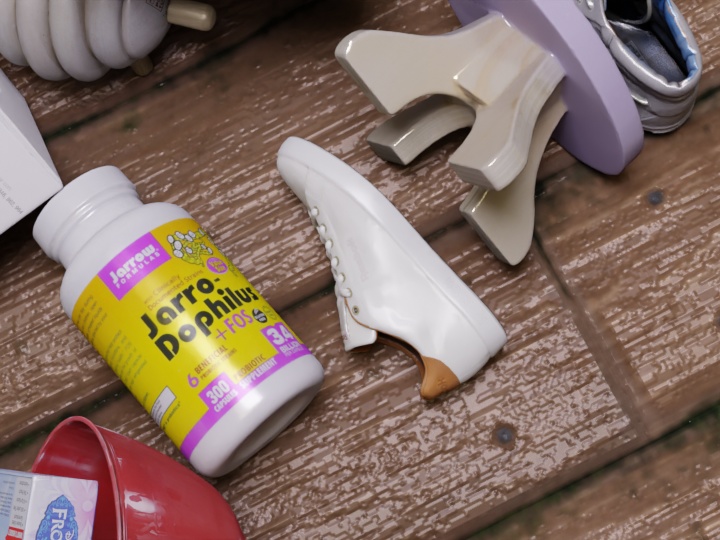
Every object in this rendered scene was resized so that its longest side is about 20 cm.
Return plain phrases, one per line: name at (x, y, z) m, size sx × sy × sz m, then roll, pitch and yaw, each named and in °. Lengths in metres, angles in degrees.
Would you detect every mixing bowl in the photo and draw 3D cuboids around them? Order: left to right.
mixing bowl at (-0.133, 0.192, 0.727) m, size 0.108 × 0.200 × 0.201 m, roll 10°, pitch 78°, yaw -30°

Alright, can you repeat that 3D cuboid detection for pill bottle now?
pill bottle at (-0.123, 0.028, 0.784) m, size 0.104 × 0.104 × 0.200 m, roll -42°, pitch 79°, yaw -4°

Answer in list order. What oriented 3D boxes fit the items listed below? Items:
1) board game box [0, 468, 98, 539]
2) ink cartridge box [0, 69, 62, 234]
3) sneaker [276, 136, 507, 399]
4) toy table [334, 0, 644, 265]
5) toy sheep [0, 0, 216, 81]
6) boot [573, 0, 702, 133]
board game box at (-0.220, 0.219, 0.717) m, size 0.041 × 0.200 × 0.200 m, roll 12°, pitch 79°, yaw -30°
ink cartridge box at (-0.308, -0.055, 0.790) m, size 0.200 × 0.084 × 0.146 m, roll -36°, pitch 41°, yaw -1°
sneaker at (0.000, 0.000, 0.794) m, size 0.085 × 0.073 × 0.200 m, roll -42°, pitch 80°, yaw -6°
toy table at (0.079, -0.109, 0.766) m, size 0.117 × 0.184 × 0.200 m, roll -44°, pitch 102°, yaw -8°
toy sheep at (-0.193, -0.189, 0.817) m, size 0.199 × 0.138 × 0.139 m, roll 8°, pitch 80°, yaw 6°
boot at (0.162, -0.189, 0.806) m, size 0.073 × 0.096 × 0.200 m, roll -34°, pitch 78°, yaw -2°
